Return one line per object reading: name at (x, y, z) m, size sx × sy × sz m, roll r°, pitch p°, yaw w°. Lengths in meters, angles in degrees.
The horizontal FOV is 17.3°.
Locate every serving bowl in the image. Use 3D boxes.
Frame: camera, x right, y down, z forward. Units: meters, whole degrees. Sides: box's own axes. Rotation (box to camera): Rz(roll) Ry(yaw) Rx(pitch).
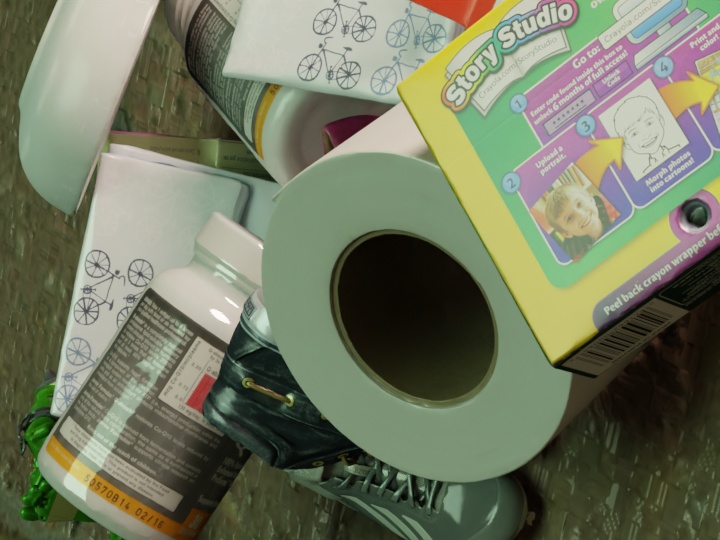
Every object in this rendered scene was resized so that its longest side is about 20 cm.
serving bowl at (-0.190, -0.142, 1.631) m, size 0.200 × 0.066 × 0.201 m, roll -158°, pitch 90°, yaw -84°

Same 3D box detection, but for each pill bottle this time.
pill bottle at (-0.051, -0.142, 1.601) m, size 0.200 × 0.116 × 0.117 m, roll 50°, pitch 127°, yaw 45°
pill bottle at (-0.108, 0.072, 1.514) m, size 0.200 × 0.116 × 0.116 m, roll -56°, pitch 39°, yaw 1°

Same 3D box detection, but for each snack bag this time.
snack bag at (0.005, -0.205, 1.457) m, size 0.188 × 0.021 × 0.201 m, roll 14°, pitch 88°, yaw 41°
snack bag at (-0.096, 0.027, 1.589) m, size 0.021 × 0.199 × 0.190 m, roll -11°, pitch -67°, yaw -86°

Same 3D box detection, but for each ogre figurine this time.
ogre figurine at (-0.198, 0.159, 1.774) m, size 0.098 × 0.200 × 0.120 m, roll -40°, pitch 33°, yaw 19°

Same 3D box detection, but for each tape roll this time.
tape roll at (0.063, -0.001, 1.327) m, size 0.202 × 0.139 × 0.204 m, roll 18°, pitch 124°, yaw 29°

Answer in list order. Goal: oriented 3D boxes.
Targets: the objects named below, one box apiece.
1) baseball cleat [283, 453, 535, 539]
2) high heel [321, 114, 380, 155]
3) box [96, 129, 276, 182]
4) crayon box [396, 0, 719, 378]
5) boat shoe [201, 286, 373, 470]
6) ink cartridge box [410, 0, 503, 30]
baseball cleat at (0.014, 0.134, 1.487) m, size 0.200 × 0.106 × 0.070 m, roll 6°, pitch 78°, yaw 53°
high heel at (0.000, 0.000, 1.530) m, size 0.067 × 0.096 × 0.201 m, roll 32°, pitch 113°, yaw 52°
box at (-0.114, 0.005, 1.698) m, size 0.176 × 0.096 × 0.201 m, roll 7°, pitch 92°, yaw 56°
crayon box at (0.140, -0.076, 1.148) m, size 0.200 × 0.058 × 0.173 m, roll -37°, pitch 65°, yaw 20°
boat shoe at (0.006, 0.088, 1.439) m, size 0.091 × 0.199 × 0.071 m, roll -62°, pitch 8°, yaw 22°
ink cartridge box at (0.112, -0.185, 1.324) m, size 0.057 × 0.199 × 0.163 m, roll -58°, pitch -8°, yaw -64°
